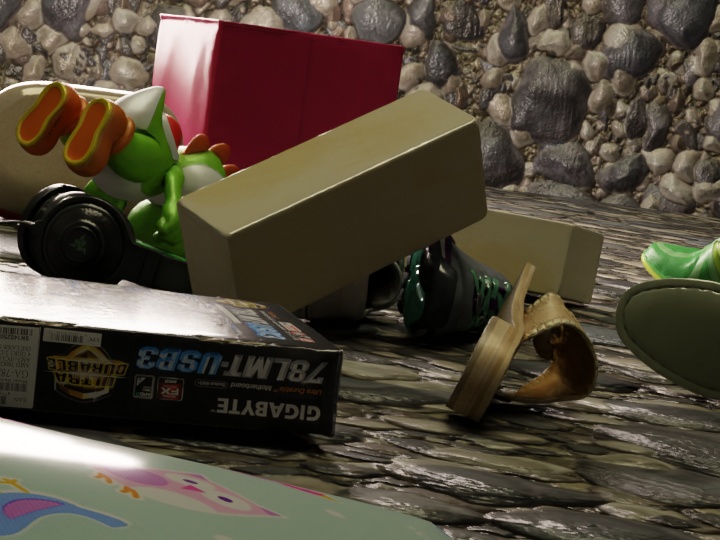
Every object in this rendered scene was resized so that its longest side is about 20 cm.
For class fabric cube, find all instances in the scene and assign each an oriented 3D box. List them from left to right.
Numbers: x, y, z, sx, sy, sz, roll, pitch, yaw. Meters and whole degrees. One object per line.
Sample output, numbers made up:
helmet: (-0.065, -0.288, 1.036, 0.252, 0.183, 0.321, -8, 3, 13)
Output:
fabric cube: (-0.090, -0.136, 2.170, 0.199, 0.201, 0.196, 6, 5, -22)

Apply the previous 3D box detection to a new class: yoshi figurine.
yoshi figurine: (-0.164, -0.055, 1.636, 0.111, 0.113, 0.200, -23, -31, 25)

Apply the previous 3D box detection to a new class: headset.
headset: (-0.191, -0.035, 1.527, 0.199, 0.095, 0.123, 18, 1, -22)

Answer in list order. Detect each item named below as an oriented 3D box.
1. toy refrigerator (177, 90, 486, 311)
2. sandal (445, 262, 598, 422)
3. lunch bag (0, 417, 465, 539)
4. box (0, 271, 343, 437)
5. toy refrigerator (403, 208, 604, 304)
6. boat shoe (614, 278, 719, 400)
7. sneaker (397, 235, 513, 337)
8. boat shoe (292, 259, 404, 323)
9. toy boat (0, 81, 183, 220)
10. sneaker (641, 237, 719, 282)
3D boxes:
toy refrigerator: (-0.018, -0.042, 1.464, 0.199, 0.076, 0.070, -26, 36, -25)
sandal: (0.099, 0.055, 1.263, 0.069, 0.078, 0.212, 28, 14, 4)
lunch bag: (-0.065, 0.083, 0.374, 0.169, 0.123, 0.200, 8, 11, 7)
box: (-0.122, 0.038, 1.118, 0.197, 0.050, 0.200, 8, 5, -12)
toy refrigerator: (0.103, -0.018, 1.948, 0.199, 0.071, 0.076, 12, 0, 28)
boat shoe: (0.262, 0.054, 1.435, 0.200, 0.072, 0.061, 17, 3, 14)
sneaker: (0.077, 0.012, 1.571, 0.087, 0.075, 0.200, 13, 5, -3)
boat shoe: (0.000, 0.000, 1.587, 0.065, 0.073, 0.200, 13, 7, 10)
toy boat: (-0.260, -0.088, 1.992, 0.199, 0.131, 0.131, 6, -25, -24)
sneaker: (0.358, -0.006, 2.106, 0.199, 0.084, 0.074, 12, 7, 40)
